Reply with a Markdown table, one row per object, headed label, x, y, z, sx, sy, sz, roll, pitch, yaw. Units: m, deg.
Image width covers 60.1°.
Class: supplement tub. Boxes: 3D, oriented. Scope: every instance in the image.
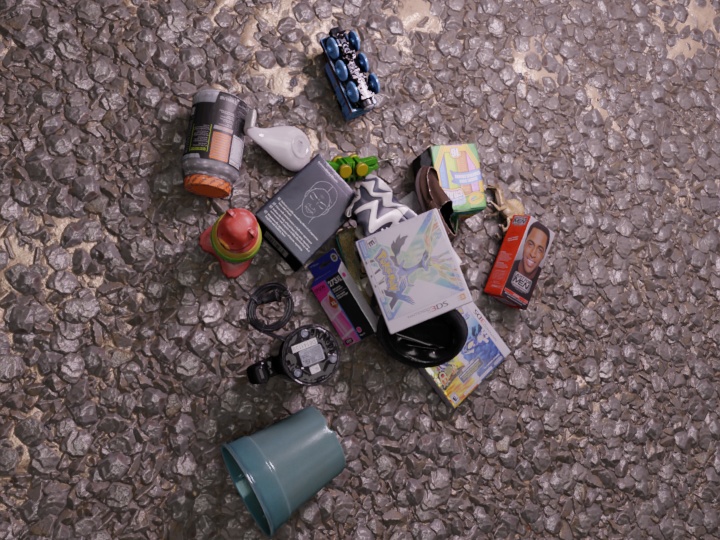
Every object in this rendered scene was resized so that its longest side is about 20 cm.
| label | x | y | z | sx | sy | sz | roll | pitch | yaw |
| --- | --- | --- | --- | --- | --- | --- | --- | --- | --- |
| supplement tub | -0.308 | -0.264 | 1.314 | 0.121 | 0.122 | 0.203 | 10 | 79 | -14 |

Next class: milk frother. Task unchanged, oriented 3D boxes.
| label | x | y | z | sx | sy | sz | roll | pitch | yaw |
| --- | --- | --- | --- | --- | --- | --- | --- | --- | --- |
| milk frother | -0.148 | 0.133 | 1.268 | 0.178 | 0.188 | 0.204 | -1 | 82 | -17 |

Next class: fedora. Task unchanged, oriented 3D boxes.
| label | x | y | z | sx | sy | sz | roll | pitch | yaw |
| --- | --- | --- | --- | --- | --- | --- | --- | --- | --- |
| fedora | 0.132 | 0.114 | 1.350 | 0.197 | 0.092 | 0.203 | 1 | 120 | 1 |

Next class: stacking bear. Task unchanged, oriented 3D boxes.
| label | x | y | z | sx | sy | sz | roll | pitch | yaw |
| --- | --- | --- | --- | --- | --- | --- | --- | --- | --- |
| stacking bear | -0.253 | -0.070 | 1.261 | 0.114 | 0.200 | 0.122 | -43 | 94 | -17 |

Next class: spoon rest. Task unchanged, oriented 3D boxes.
| label | x | y | z | sx | sy | sz | roll | pitch | yaw |
| --- | --- | --- | --- | --- | --- | --- | --- | --- | --- |
| spoon rest | -0.181 | -0.286 | 1.358 | 0.199 | 0.060 | 0.101 | 24 | 70 | -49 |

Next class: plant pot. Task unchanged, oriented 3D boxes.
| label | x | y | z | sx | sy | sz | roll | pitch | yaw |
| --- | --- | --- | --- | --- | --- | --- | --- | --- | --- |
| plant pot | -0.146 | 0.385 | 1.240 | 0.194 | 0.200 | 0.202 | -26 | 90 | -25 |

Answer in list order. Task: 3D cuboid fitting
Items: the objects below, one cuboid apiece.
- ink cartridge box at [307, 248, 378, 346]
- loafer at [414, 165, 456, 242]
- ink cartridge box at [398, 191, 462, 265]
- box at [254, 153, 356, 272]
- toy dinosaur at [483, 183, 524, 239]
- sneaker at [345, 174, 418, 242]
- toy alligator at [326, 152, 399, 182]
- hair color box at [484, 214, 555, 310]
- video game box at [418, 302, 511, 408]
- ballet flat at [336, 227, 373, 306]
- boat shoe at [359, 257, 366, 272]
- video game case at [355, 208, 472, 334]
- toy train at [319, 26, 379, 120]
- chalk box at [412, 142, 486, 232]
| label | x | y | z | sx | sy | sz | roll | pitch | yaw |
| --- | --- | --- | --- | --- | --- | --- | --- | --- | --- |
| ink cartridge box | -0.043 | 0.061 | 1.359 | 0.037 | 0.094 | 0.202 | -30 | 89 | -52 |
| loafer | 0.168 | -0.137 | 1.324 | 0.073 | 0.070 | 0.203 | 22 | 54 | -51 |
| ink cartridge box | 0.112 | -0.053 | 1.424 | 0.147 | 0.086 | 0.201 | -35 | 93 | -17 |
| box | -0.116 | -0.124 | 1.357 | 0.149 | 0.107 | 0.200 | 46 | 74 | -5 |
| toy dinosaur | 0.369 | -0.124 | 1.524 | 0.101 | 0.058 | 0.201 | -39 | 94 | -19 |
| sneaker | 0.049 | -0.093 | 1.329 | 0.130 | 0.079 | 0.199 | -49 | 117 | -3 |
| toy alligator | -0.002 | -0.234 | 1.439 | 0.197 | 0.059 | 0.055 | -10 | 129 | -23 |
| hair color box | 0.380 | -0.020 | 1.483 | 0.101 | 0.061 | 0.203 | 26 | 82 | -32 |
| video game box | 0.224 | 0.183 | 1.444 | 0.199 | 0.047 | 0.183 | -40 | 91 | -17 |
| ballet flat | 0.000 | 0.000 | 1.389 | 0.070 | 0.071 | 0.203 | -13 | 83 | -17 |
| boat shoe | 0.095 | -0.016 | 1.344 | 0.197 | 0.072 | 0.078 | 3 | 96 | -6 |
| video game case | 0.107 | 0.002 | 1.259 | 0.180 | 0.022 | 0.203 | -22 | 86 | 5 |
| toy train | -0.028 | -0.451 | 1.426 | 0.086 | 0.114 | 0.202 | -25 | 90 | -21 |
| chalk box | 0.209 | -0.179 | 1.451 | 0.122 | 0.125 | 0.203 | -7 | 85 | -16 |
